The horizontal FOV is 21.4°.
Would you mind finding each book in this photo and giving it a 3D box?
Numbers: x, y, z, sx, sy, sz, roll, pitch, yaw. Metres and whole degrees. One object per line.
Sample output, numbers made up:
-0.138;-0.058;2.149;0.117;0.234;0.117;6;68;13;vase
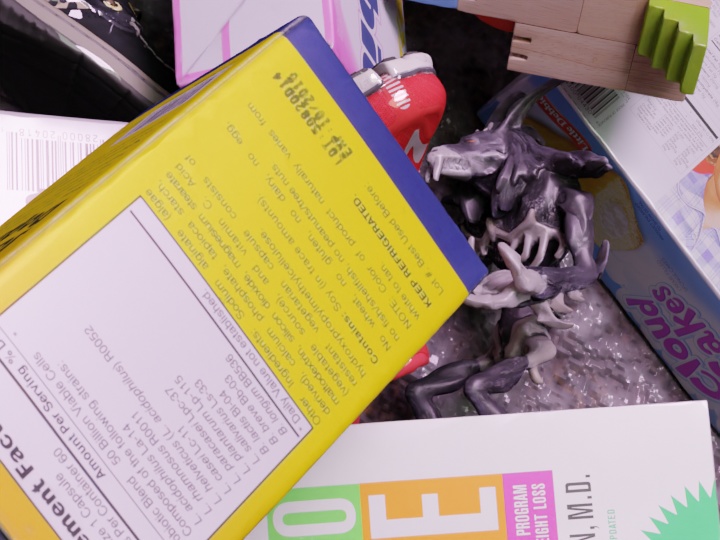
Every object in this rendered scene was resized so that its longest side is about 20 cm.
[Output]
0.036;0.123;0.715;0.199;0.048;0.134;-4;79;-2;book

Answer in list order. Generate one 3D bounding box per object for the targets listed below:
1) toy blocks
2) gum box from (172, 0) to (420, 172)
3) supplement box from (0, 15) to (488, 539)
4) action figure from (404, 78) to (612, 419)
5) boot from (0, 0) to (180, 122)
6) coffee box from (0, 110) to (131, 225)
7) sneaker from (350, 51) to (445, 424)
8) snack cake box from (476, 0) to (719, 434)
0.083;-0.151;0.824;0.136;0.100;0.200;11;45;4;toy blocks
-0.029;-0.145;0.792;0.066;0.114;0.201;-11;66;15;gum box
-0.073;0.026;0.604;0.109;0.109;0.200;54;51;-11;supplement box
0.047;0.011;0.800;0.102;0.119;0.201;11;77;-36;action figure
-0.106;-0.141;0.799;0.203;0.073;0.154;37;60;-13;boot
-0.117;0.055;0.712;0.079;0.114;0.201;4;74;-26;coffee box
0.000;0.000;0.732;0.077;0.200;0.085;-25;63;-35;sneaker
0.164;-0.036;0.894;0.115;0.067;0.200;-39;93;-30;snack cake box
